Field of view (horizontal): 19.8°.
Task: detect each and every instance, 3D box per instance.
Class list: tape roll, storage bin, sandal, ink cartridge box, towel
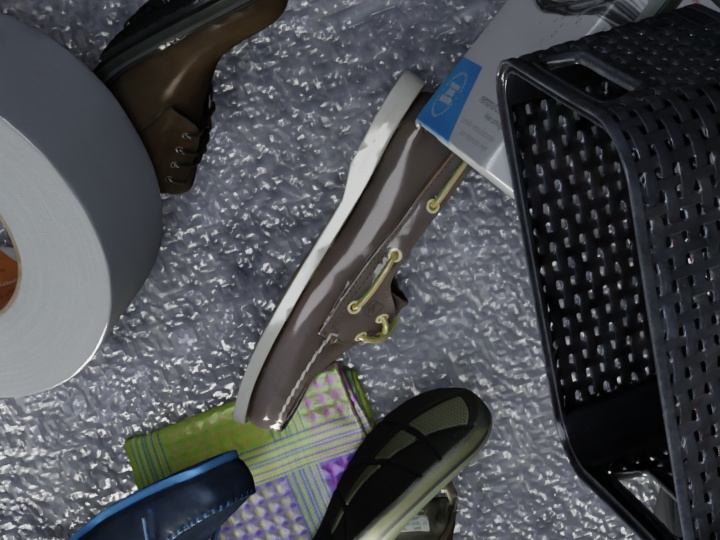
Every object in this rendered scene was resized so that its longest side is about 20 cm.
[{"bbox_3d":[-0.200,-0.034,1.024,0.199,0.066,0.201,14,132,16],"label":"tape roll"},{"bbox_3d":[0.135,0.005,0.856,0.093,0.135,0.201,-16,113,-13],"label":"storage bin"},{"bbox_3d":[0.013,0.142,1.065,0.057,0.080,0.201,24,113,-17],"label":"sandal"},{"bbox_3d":[0.123,-0.120,0.952,0.068,0.116,0.200,37,93,-21],"label":"ink cartridge box"},{"bbox_3d":[-0.032,0.159,1.118,0.143,0.023,0.201,-21,100,13],"label":"towel"}]

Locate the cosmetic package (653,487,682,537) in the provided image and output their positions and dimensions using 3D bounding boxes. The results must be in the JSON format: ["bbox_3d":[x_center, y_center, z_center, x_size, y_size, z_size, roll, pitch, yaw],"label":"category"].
[{"bbox_3d":[0.238,0.186,1.047,0.199,0.107,0.091,15,105,1],"label":"cosmetic package"}]

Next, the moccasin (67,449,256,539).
[{"bbox_3d":[-0.113,0.159,1.083,0.200,0.080,0.068,-40,72,42],"label":"moccasin"}]

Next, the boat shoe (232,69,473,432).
[{"bbox_3d":[0.000,0.000,1.046,0.059,0.072,0.201,28,98,0],"label":"boat shoe"}]

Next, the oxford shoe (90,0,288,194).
[{"bbox_3d":[-0.095,-0.088,1.028,0.084,0.073,0.200,47,128,-12],"label":"oxford shoe"}]
